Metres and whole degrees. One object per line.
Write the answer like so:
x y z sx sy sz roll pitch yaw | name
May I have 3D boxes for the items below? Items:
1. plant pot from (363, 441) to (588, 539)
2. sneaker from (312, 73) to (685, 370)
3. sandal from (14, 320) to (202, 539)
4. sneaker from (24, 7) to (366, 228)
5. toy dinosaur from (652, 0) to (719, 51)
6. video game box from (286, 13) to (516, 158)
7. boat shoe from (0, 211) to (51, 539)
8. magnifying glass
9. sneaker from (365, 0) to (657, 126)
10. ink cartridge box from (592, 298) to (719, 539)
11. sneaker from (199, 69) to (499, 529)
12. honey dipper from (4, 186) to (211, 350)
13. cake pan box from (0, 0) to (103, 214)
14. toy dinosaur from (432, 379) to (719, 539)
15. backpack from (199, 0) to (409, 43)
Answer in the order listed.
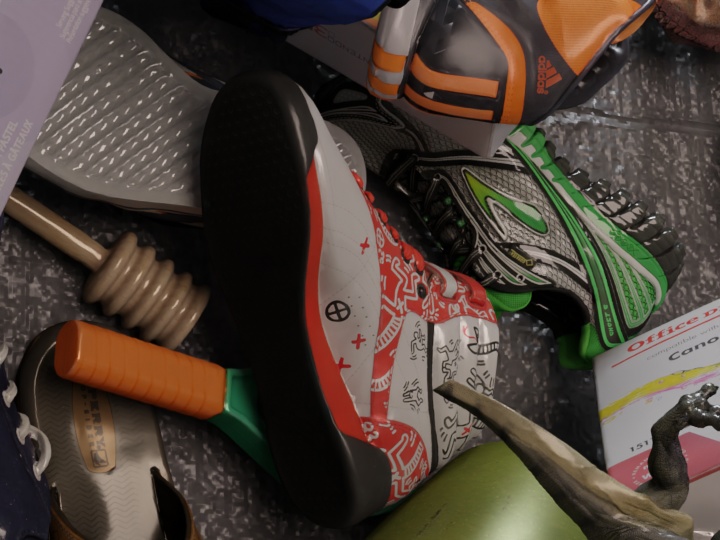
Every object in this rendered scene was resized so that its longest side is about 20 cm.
0.048 0.173 0.948 0.187 0.187 0.200 40 45 -13 | plant pot
0.060 -0.027 1.064 0.200 0.078 0.085 34 70 -11 | sneaker
-0.094 0.113 0.945 0.082 0.055 0.200 -3 75 -31 | sandal
-0.099 -0.062 0.979 0.200 0.079 0.079 24 83 -31 | sneaker
0.200 -0.140 1.169 0.200 0.086 0.136 2 84 -17 | toy dinosaur
0.031 -0.165 1.057 0.200 0.047 0.182 31 59 18 | video game box
-0.165 0.056 0.922 0.093 0.075 0.200 26 71 -27 | boat shoe
-0.047 0.058 0.983 0.200 0.022 0.080 19 63 -37 | magnifying glass
0.077 -0.143 0.979 0.112 0.078 0.200 15 65 1 | sneaker
0.170 0.065 1.012 0.068 0.116 0.200 62 11 -17 | ink cartridge box
-0.001 0.000 0.970 0.108 0.067 0.202 -26 110 -43 | sneaker
-0.155 -0.033 0.970 0.200 0.038 0.038 35 61 -14 | honey dipper
-0.183 -0.064 0.854 0.052 0.184 0.200 32 72 -33 | cake pan box
0.125 0.099 0.895 0.200 0.088 0.047 49 18 -13 | toy dinosaur
-0.035 -0.180 0.875 0.168 0.200 0.163 27 89 -23 | backpack
